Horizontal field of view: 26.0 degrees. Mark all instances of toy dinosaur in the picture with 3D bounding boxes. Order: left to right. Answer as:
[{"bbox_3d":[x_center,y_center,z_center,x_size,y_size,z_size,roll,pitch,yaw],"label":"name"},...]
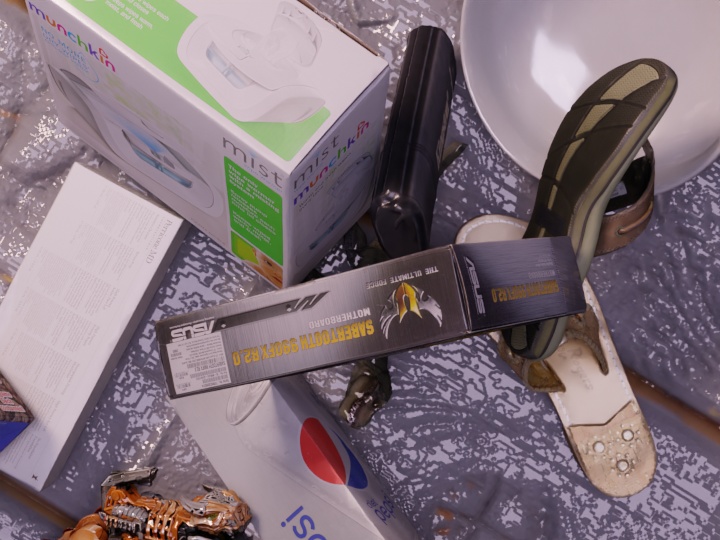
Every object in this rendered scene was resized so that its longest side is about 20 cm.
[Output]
[{"bbox_3d":[-0.145,0.193,1.002,0.102,0.200,0.136,-25,98,-38],"label":"toy dinosaur"},{"bbox_3d":[0.000,0.000,1.030,0.088,0.047,0.201,17,87,-3],"label":"toy dinosaur"}]

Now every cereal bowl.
[{"bbox_3d":[0.168,-0.149,0.984,0.200,0.083,0.201,11,112,28],"label":"cereal bowl"}]

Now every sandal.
[{"bbox_3d":[0.134,0.053,1.013,0.078,0.070,0.212,-30,90,1],"label":"sandal"},{"bbox_3d":[0.144,-0.036,0.954,0.057,0.080,0.201,13,112,-20],"label":"sandal"}]

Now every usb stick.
[{"bbox_3d":[0.035,-0.082,0.958,0.033,0.200,0.056,-8,128,16],"label":"usb stick"}]

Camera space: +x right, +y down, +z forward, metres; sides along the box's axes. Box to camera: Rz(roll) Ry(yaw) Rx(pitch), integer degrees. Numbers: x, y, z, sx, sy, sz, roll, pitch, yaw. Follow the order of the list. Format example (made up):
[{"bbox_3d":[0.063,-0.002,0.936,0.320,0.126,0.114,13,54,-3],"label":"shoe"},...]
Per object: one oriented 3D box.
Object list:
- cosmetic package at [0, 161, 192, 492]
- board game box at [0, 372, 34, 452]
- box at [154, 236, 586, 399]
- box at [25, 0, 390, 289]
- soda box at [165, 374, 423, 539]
[{"bbox_3d":[-0.194,0.036,1.027,0.082,0.051,0.200,29,91,4],"label":"cosmetic package"},{"bbox_3d":[-0.336,0.069,0.976,0.159,0.097,0.200,-42,75,7],"label":"board game box"},{"bbox_3d":[0.007,0.026,0.897,0.200,0.158,0.048,-14,85,29],"label":"box"},{"bbox_3d":[-0.089,-0.107,0.936,0.200,0.177,0.097,37,71,11],"label":"box"},{"bbox_3d":[-0.035,0.135,0.983,0.068,0.063,0.200,-42,69,12],"label":"soda box"}]
